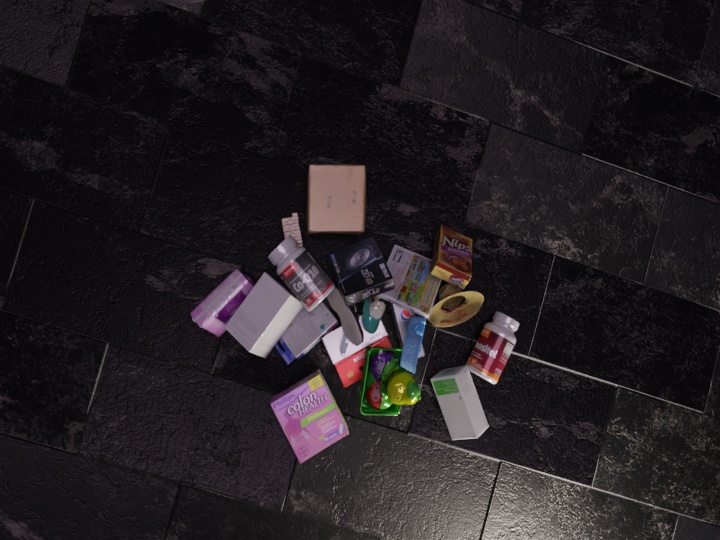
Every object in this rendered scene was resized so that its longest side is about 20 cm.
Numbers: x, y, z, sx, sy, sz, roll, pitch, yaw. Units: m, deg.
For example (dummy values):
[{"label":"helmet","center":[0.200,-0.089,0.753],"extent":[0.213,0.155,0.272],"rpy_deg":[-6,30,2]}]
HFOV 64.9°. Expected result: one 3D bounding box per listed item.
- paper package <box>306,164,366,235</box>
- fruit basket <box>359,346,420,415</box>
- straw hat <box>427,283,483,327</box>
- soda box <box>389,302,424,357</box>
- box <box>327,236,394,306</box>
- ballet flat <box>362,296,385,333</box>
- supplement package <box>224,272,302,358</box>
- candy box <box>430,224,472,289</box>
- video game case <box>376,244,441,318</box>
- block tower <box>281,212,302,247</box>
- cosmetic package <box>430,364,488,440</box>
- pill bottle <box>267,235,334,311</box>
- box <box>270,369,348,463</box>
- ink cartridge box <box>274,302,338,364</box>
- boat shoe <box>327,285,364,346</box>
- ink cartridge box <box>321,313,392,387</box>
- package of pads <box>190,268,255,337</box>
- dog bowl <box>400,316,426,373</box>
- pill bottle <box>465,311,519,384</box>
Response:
[{"label":"paper package","center":[-0.074,-0.213,1.733],"extent":[0.183,0.103,0.209],"rpy_deg":[0,89,-7]},{"label":"fruit basket","center":[0.085,0.337,1.683],"extent":[0.150,0.215,0.225],"rpy_deg":[6,89,-18]},{"label":"straw hat","center":[0.282,0.088,1.757],"extent":[0.193,0.204,0.087],"rpy_deg":[-13,57,-6]},{"label":"soda box","center":[0.143,0.171,1.770],"extent":[0.061,0.068,0.208],"rpy_deg":[-15,91,-6]},{"label":"box","center":[0.000,0.000,1.704],"extent":[0.155,0.203,0.044],"rpy_deg":[-19,135,-4]},{"label":"ballet flat","center":[0.049,0.087,1.724],"extent":[0.066,0.070,0.207],"rpy_deg":[21,63,-27]},{"label":"supplement package","center":[-0.283,0.135,1.684],"extent":[0.120,0.120,0.202],"rpy_deg":[36,86,22]},{"label":"candy box","center":[0.279,-0.045,1.727],"extent":[0.113,0.203,0.057],"rpy_deg":[24,126,-6]},{"label":"video game case","center":[0.153,0.029,1.724],"extent":[0.177,0.023,0.203],"rpy_deg":[22,52,6]},{"label":"block tower","center":[-0.202,-0.068,1.743],"extent":[0.056,0.054,0.208],"rpy_deg":[-9,90,-7]},{"label":"cosmetic package","center":[0.308,0.409,1.756],"extent":[0.084,0.106,0.207],"rpy_deg":[-20,90,-47]},{"label":"pill bottle","center":[-0.176,0.007,1.661],"extent":[0.113,0.114,0.201],"rpy_deg":[-41,94,-4]},{"label":"box","center":[-0.154,0.440,1.724],"extent":[0.172,0.097,0.205],"rpy_deg":[-28,92,-5]},{"label":"ink cartridge box","center":[-0.176,0.180,1.734],"extent":[0.199,0.042,0.120],"rpy_deg":[-41,72,-6]},{"label":"boat shoe","center":[-0.034,0.134,1.724],"extent":[0.059,0.075,0.203],"rpy_deg":[-9,56,-40]},{"label":"ink cartridge box","center":[-0.002,0.242,1.767],"extent":[0.195,0.045,0.181],"rpy_deg":[-26,91,-5]},{"label":"package of pads","center":[-0.397,0.098,1.685],"extent":[0.200,0.121,0.076],"rpy_deg":[-45,67,-4]},{"label":"dog bowl","center":[0.154,0.209,1.650],"extent":[0.048,0.201,0.115],"rpy_deg":[11,121,9]},{"label":"pill bottle","center":[0.417,0.239,1.776],"extent":[0.110,0.113,0.205],"rpy_deg":[27,86,-5]}]
